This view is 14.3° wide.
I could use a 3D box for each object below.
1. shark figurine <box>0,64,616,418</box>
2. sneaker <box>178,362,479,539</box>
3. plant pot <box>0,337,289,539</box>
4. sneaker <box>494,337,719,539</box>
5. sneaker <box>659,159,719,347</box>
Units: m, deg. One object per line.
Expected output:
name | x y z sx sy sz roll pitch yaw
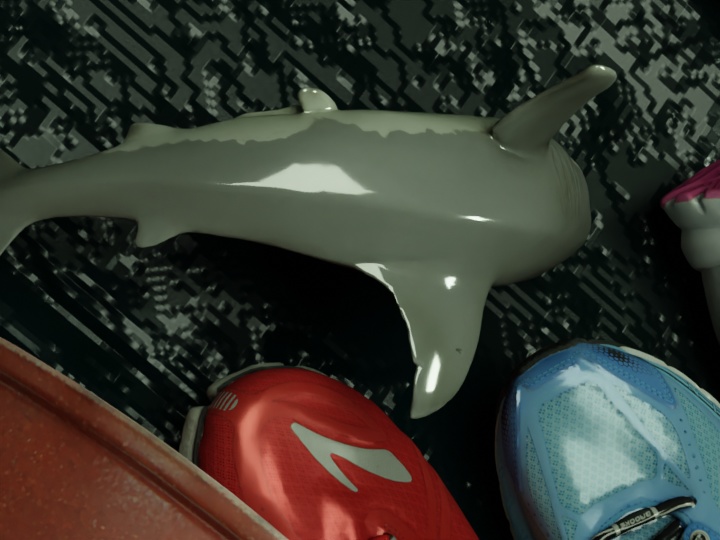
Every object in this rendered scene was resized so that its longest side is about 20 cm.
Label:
shark figurine | -0.011 -0.002 0.766 0.214 0.128 0.090 -2 79 -26
sneaker | 0.029 0.105 0.791 0.077 0.085 0.200 -39 98 -26
plant pot | -0.094 0.147 0.677 0.201 0.201 0.195 43 74 -12
sneaker | 0.103 0.105 0.796 0.078 0.090 0.200 -31 79 1
sneaker | 0.190 0.005 0.848 0.081 0.199 0.089 -30 113 -53
